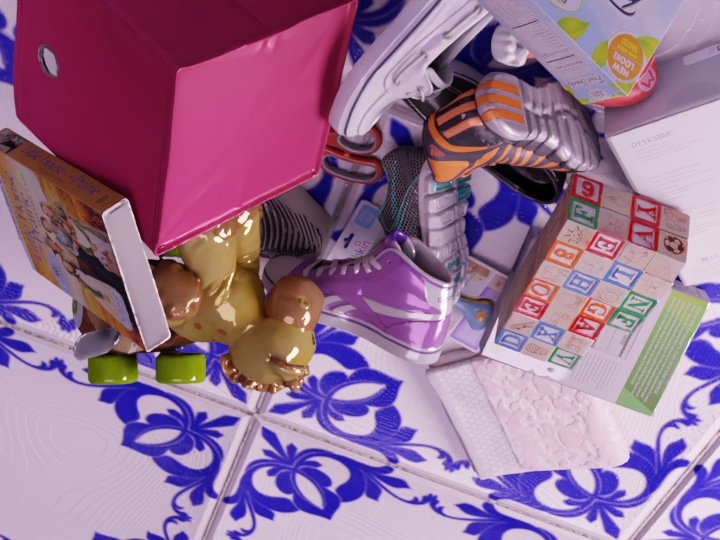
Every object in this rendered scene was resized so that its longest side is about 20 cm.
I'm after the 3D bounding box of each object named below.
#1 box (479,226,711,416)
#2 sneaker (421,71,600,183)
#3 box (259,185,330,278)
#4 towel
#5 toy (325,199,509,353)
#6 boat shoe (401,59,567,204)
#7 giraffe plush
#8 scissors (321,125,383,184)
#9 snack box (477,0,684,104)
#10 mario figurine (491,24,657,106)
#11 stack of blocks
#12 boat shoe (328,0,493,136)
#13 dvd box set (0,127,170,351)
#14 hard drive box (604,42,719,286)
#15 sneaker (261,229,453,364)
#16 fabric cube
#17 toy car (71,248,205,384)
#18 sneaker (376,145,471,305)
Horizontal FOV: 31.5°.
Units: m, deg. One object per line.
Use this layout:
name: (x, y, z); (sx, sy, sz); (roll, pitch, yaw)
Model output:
box: (0.239, 0.054, 1.315); (0.198, 0.036, 0.146); (21, 114, -4)
sneaker: (0.126, -0.119, 1.132); (0.111, 0.079, 0.199); (-22, 157, 37)
box: (-0.126, -0.081, 1.286); (0.082, 0.069, 0.200); (-32, 119, 33)
towel: (0.190, 0.160, 1.450); (0.189, 0.032, 0.201); (-11, 128, 22)
toy: (0.063, 0.019, 1.345); (0.198, 0.047, 0.116); (25, 130, -10)
boat shoe: (0.114, -0.132, 1.192); (0.199, 0.057, 0.069); (30, 131, -14)
giraffe plush: (-0.106, 0.038, 1.182); (0.161, 0.173, 0.201); (31, 116, 4)
scissors: (-0.070, -0.133, 1.264); (0.197, 0.014, 0.074); (13, 134, 0)
snack box: (0.165, -0.259, 0.992); (0.199, 0.170, 0.067); (39, 164, -20)
mario figurine: (0.181, -0.216, 1.071); (0.199, 0.107, 0.123); (39, 127, -18)
stack of blocks: (0.214, 0.011, 1.200); (0.114, 0.059, 0.201); (19, 141, -3)
boat shoe: (0.046, -0.172, 1.054); (0.067, 0.073, 0.200); (45, 128, 8)
dvd box set: (-0.248, -0.029, 1.111); (0.199, 0.029, 0.148); (29, 141, 40)
hard drive box: (0.329, -0.096, 1.152); (0.154, 0.077, 0.201); (-17, 129, 26)
sneaker: (0.000, 0.000, 1.233); (0.198, 0.073, 0.116); (20, 120, 16)
fabric cube: (-0.152, -0.173, 1.074); (0.199, 0.199, 0.198); (42, 139, 23)
toy car: (-0.247, 0.036, 1.294); (0.156, 0.200, 0.167); (-2, 88, 14)
sneaker: (0.057, -0.036, 1.270); (0.091, 0.077, 0.202); (26, 124, 36)
